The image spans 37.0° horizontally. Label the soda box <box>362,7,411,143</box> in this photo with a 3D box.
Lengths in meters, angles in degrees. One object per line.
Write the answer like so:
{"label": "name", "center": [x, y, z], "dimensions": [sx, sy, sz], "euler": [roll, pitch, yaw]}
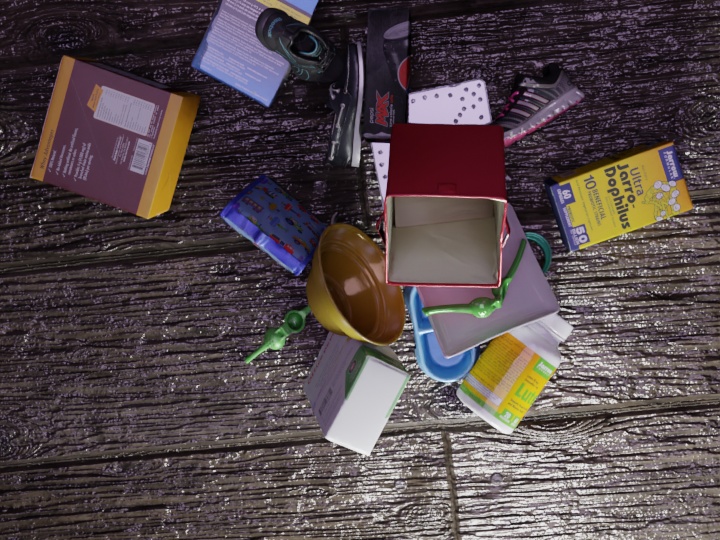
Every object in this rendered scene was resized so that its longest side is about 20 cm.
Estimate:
{"label": "soda box", "center": [0.042, -0.303, 1.677], "dimensions": [0.069, 0.063, 0.204], "euler": [2, 89, 6]}

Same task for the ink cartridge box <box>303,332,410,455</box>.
{"label": "ink cartridge box", "center": [-0.011, 0.175, 1.698], "dimensions": [0.086, 0.200, 0.147], "euler": [24, 99, -21]}

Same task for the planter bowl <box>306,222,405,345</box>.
{"label": "planter bowl", "center": [-0.024, 0.036, 1.647], "dimensions": [0.083, 0.200, 0.202], "euler": [-29, 96, 31]}

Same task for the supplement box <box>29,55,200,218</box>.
{"label": "supplement box", "center": [-0.385, -0.213, 1.705], "dimensions": [0.197, 0.133, 0.200], "euler": [19, 100, 1]}

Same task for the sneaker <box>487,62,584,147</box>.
{"label": "sneaker", "center": [0.248, -0.257, 1.679], "dimensions": [0.198, 0.074, 0.088], "euler": [-30, 88, -7]}

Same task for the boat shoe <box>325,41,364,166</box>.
{"label": "boat shoe", "center": [-0.026, -0.258, 1.684], "dimensions": [0.059, 0.076, 0.204], "euler": [2, 113, -2]}

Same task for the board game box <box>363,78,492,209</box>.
{"label": "board game box", "center": [0.120, -0.188, 1.728], "dimensions": [0.196, 0.026, 0.204], "euler": [-11, 97, 6]}

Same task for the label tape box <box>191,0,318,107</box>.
{"label": "label tape box", "center": [-0.160, -0.380, 1.699], "dimensions": [0.143, 0.063, 0.202], "euler": [27, 98, -1]}

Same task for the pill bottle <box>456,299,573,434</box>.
{"label": "pill bottle", "center": [0.251, 0.149, 1.722], "dimensions": [0.110, 0.111, 0.201], "euler": [35, 93, -2]}

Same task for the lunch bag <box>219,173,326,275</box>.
{"label": "lunch bag", "center": [-0.136, -0.063, 1.676], "dimensions": [0.150, 0.200, 0.094], "euler": [39, 99, -2]}

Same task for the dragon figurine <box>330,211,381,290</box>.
{"label": "dragon figurine", "center": [0.000, 0.000, 1.743], "dimensions": [0.097, 0.059, 0.204], "euler": [-6, 99, -6]}

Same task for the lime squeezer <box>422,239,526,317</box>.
{"label": "lime squeezer", "center": [0.196, 0.031, 1.654], "dimensions": [0.199, 0.071, 0.038], "euler": [-35, 129, -9]}

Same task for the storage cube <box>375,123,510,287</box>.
{"label": "storage cube", "center": [0.124, -0.100, 1.607], "dimensions": [0.196, 0.181, 0.173], "euler": [2, 132, 5]}

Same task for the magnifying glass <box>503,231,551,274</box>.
{"label": "magnifying glass", "center": [0.228, 0.020, 1.724], "dimensions": [0.080, 0.022, 0.200], "euler": [44, 83, 8]}

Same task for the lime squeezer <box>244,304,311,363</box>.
{"label": "lime squeezer", "center": [-0.118, 0.096, 1.762], "dimensions": [0.199, 0.071, 0.038], "euler": [-41, 77, 8]}

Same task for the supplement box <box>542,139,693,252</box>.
{"label": "supplement box", "center": [0.398, -0.119, 1.676], "dimensions": [0.197, 0.110, 0.111], "euler": [-20, 97, 6]}

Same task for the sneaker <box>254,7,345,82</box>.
{"label": "sneaker", "center": [-0.078, -0.330, 1.642], "dimensions": [0.079, 0.199, 0.076], "euler": [32, 98, 37]}

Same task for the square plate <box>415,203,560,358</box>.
{"label": "square plate", "center": [0.186, 0.016, 1.696], "dimensions": [0.197, 0.029, 0.201], "euler": [-21, 69, -4]}

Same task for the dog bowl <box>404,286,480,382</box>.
{"label": "dog bowl", "center": [0.134, 0.089, 1.756], "dimensions": [0.109, 0.050, 0.204], "euler": [-10, 98, 5]}
